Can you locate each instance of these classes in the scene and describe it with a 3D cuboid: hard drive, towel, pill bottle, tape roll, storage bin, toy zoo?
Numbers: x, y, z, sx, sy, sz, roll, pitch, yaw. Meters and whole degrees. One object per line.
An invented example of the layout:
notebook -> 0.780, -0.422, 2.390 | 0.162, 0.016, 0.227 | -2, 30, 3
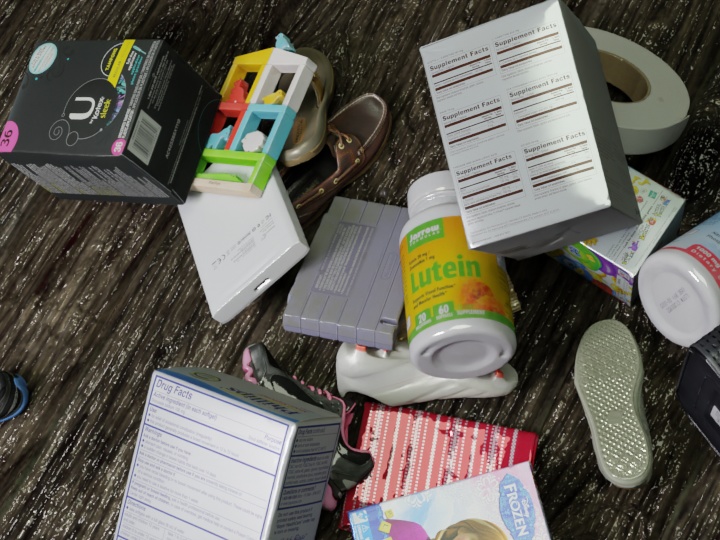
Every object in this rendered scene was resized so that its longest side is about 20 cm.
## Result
hard drive -> -0.136, -0.053, 1.464 | 0.132, 0.027, 0.201 | -40, 45, 16
towel -> 0.084, 0.224, 1.387 | 0.197, 0.023, 0.146 | 9, 71, 12
pill bottle -> 0.392, -0.009, 1.356 | 0.199, 0.109, 0.109 | -29, 66, -27
tape roll -> 0.268, -0.203, 1.453 | 0.200, 0.037, 0.204 | 11, 40, -9
storage bin -> 0.391, 0.125, 1.279 | 0.093, 0.200, 0.136 | -34, 68, -6
pill bottle -> 0.097, 0.001, 1.366 | 0.109, 0.111, 0.202 | -8, 59, 6
toy zoo -> -0.124, -0.180, 1.497 | 0.130, 0.020, 0.202 | 8, 71, 45

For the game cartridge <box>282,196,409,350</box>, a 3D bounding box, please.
game cartridge -> 0.000, 0.000, 1.438 | 0.128, 0.039, 0.201 | 7, 44, 16

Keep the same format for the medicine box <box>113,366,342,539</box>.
medicine box -> -0.136, 0.220, 1.328 | 0.180, 0.103, 0.203 | 16, 94, 28

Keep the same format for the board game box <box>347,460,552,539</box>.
board game box -> 0.105, 0.317, 1.320 | 0.197, 0.041, 0.203 | -17, 75, 6

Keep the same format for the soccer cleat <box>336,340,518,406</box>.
soccer cleat -> 0.070, 0.114, 1.414 | 0.197, 0.078, 0.070 | 9, 30, -4

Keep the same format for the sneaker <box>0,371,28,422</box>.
sneaker -> -0.474, 0.158, 1.466 | 0.197, 0.083, 0.071 | -23, 67, 0

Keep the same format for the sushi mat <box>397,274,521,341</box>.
sushi mat -> 0.073, 0.039, 1.463 | 0.198, 0.012, 0.097 | -22, 66, 0

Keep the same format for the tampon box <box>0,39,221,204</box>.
tampon box -> -0.291, -0.171, 1.508 | 0.198, 0.126, 0.152 | 4, 68, 31

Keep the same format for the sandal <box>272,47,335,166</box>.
sandal -> -0.075, -0.202, 1.517 | 0.080, 0.054, 0.202 | -24, 40, 22

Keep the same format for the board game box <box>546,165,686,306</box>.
board game box -> 0.240, -0.069, 1.428 | 0.199, 0.103, 0.105 | 34, 79, 19

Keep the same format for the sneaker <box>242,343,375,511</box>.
sneaker -> -0.053, 0.154, 1.403 | 0.095, 0.079, 0.201 | -33, 72, -1

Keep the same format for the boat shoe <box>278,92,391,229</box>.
boat shoe -> -0.034, -0.131, 1.513 | 0.070, 0.070, 0.201 | 33, 76, 20

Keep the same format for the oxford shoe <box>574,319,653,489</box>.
oxford shoe -> 0.268, 0.143, 1.374 | 0.074, 0.058, 0.202 | -12, 53, 11

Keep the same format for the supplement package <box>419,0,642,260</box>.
supplement package -> 0.172, -0.130, 1.286 | 0.145, 0.191, 0.203 | -16, 81, 19
